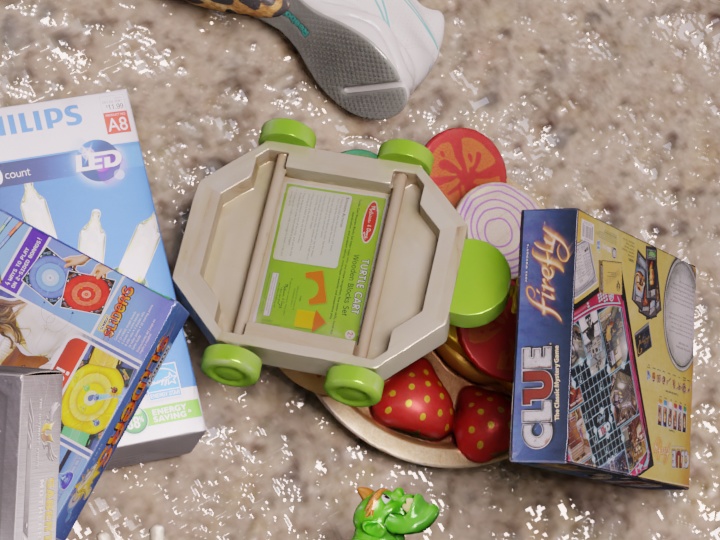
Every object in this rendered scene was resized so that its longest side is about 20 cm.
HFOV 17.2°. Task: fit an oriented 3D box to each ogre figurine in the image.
[{"bbox_3d":[0.037,0.176,1.269,0.119,0.200,0.098,17,107,6],"label":"ogre figurine"}]

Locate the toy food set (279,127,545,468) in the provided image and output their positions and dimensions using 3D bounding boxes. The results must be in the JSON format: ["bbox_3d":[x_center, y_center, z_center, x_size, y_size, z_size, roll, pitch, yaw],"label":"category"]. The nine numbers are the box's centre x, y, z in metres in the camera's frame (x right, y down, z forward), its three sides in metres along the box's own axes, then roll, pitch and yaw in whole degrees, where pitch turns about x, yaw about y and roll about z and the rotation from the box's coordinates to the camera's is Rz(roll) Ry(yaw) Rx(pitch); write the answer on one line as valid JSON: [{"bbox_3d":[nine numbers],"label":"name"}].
[{"bbox_3d":[0.047,0.015,1.390,0.200,0.049,0.198,36,65,-4],"label":"toy food set"}]

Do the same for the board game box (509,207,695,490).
[{"bbox_3d":[0.139,0.049,1.334,0.034,0.200,0.136,-1,80,26],"label":"board game box"}]

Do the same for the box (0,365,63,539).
[{"bbox_3d":[-0.231,0.144,1.180,0.158,0.048,0.201,2,89,17],"label":"box"}]

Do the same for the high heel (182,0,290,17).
[{"bbox_3d":[-0.153,-0.163,1.364,0.200,0.071,0.143,30,58,11],"label":"high heel"}]

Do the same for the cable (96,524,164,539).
[{"bbox_3d":[-0.116,0.232,1.193,0.097,0.050,0.201,-17,84,-12],"label":"cable"}]

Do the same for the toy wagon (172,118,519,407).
[{"bbox_3d":[0.000,0.000,1.315,0.199,0.040,0.156,10,64,7],"label":"toy wagon"}]

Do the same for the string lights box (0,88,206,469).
[{"bbox_3d":[-0.159,0.009,1.315,0.102,0.059,0.201,-10,76,-17],"label":"string lights box"}]

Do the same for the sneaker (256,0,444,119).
[{"bbox_3d":[-0.033,-0.180,1.426,0.200,0.070,0.080,45,49,-3],"label":"sneaker"}]

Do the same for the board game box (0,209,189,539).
[{"bbox_3d":[-0.196,0.076,1.240,0.135,0.034,0.200,27,83,13],"label":"board game box"}]
